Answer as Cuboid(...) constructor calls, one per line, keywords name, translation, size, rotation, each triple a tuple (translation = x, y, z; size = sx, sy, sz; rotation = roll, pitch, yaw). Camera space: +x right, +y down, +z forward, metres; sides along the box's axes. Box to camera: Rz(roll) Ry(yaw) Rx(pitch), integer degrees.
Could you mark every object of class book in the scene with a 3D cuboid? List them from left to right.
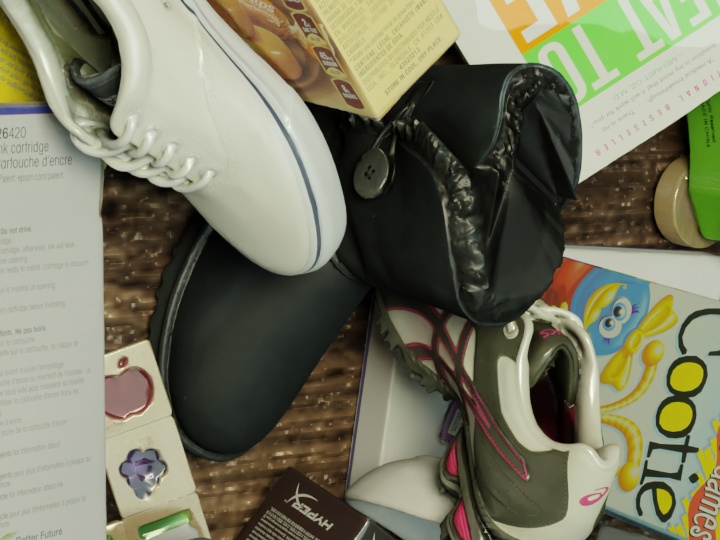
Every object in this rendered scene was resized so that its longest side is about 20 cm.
Cuboid(name="book", translation=(0.087, -0.151, 1.038), size=(0.133, 0.048, 0.200), rotation=(-32, 112, 4))

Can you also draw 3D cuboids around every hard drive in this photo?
Cuboid(name="hard drive", translation=(0.087, 0.053, 1.138), size=(0.200, 0.025, 0.132), rotation=(2, 100, -36))

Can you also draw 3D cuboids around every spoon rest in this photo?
Cuboid(name="spoon rest", translation=(0.070, 0.130, 1.079), size=(0.200, 0.099, 0.061), rotation=(24, 79, -48))

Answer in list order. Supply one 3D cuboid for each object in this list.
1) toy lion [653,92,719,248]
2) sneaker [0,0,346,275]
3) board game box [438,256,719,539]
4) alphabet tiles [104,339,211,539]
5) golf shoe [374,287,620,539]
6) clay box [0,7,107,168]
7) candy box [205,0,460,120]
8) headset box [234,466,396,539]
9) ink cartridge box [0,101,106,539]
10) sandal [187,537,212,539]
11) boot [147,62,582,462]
Cuboid(name="toy lion", translation=(0.218, -0.109, 1.179), size=(0.192, 0.069, 0.200), rotation=(-37, 119, -32))
Cuboid(name="sneaker", translation=(-0.080, -0.064, 0.886), size=(0.200, 0.073, 0.071), rotation=(53, 49, -25))
Cuboid(name="board game box", translation=(0.148, 0.069, 1.044), size=(0.105, 0.200, 0.103), rotation=(26, 85, -38))
Cuboid(name="alphabet tiles", translation=(-0.154, 0.138, 0.950), size=(0.200, 0.008, 0.168), rotation=(-19, 99, -14))
Cuboid(name="golf shoe", translation=(0.064, 0.032, 1.002), size=(0.077, 0.200, 0.088), rotation=(4, 141, -30))
Cuboid(name="clay box", translation=(-0.122, -0.130, 0.930), size=(0.115, 0.048, 0.200), rotation=(30, 84, -39))
Cuboid(name="candy box", translation=(-0.056, -0.154, 0.869), size=(0.055, 0.115, 0.200), rotation=(-47, 126, -20))
Cuboid(name="headset box", translation=(-0.028, 0.214, 1.055), size=(0.149, 0.075, 0.200), rotation=(42, 81, -33))
Cuboid(name="ink cartridge box", translation=(-0.174, 0.040, 0.859), size=(0.197, 0.047, 0.201), rotation=(-6, 96, -50))
Cuboid(name="sandal", translation=(-0.122, 0.160, 0.890), size=(0.200, 0.043, 0.076), rotation=(-25, 149, -32))
Cuboid(name="boot", translation=(0.000, 0.000, 0.974), size=(0.076, 0.168, 0.201), rotation=(22, 88, -37))
